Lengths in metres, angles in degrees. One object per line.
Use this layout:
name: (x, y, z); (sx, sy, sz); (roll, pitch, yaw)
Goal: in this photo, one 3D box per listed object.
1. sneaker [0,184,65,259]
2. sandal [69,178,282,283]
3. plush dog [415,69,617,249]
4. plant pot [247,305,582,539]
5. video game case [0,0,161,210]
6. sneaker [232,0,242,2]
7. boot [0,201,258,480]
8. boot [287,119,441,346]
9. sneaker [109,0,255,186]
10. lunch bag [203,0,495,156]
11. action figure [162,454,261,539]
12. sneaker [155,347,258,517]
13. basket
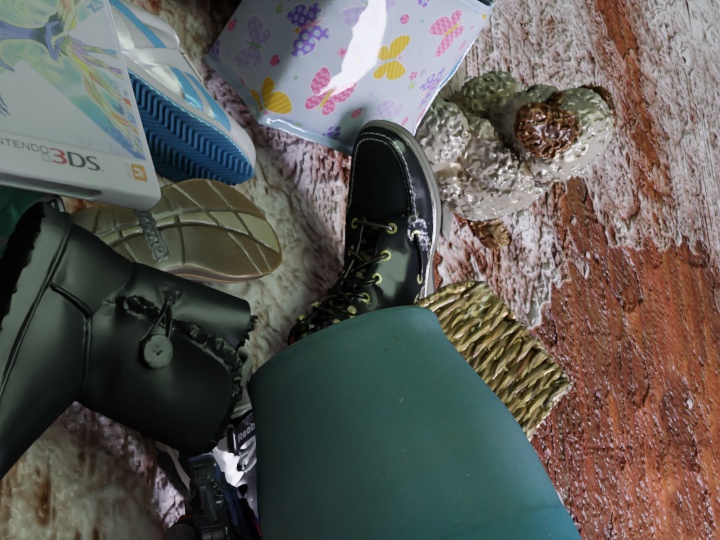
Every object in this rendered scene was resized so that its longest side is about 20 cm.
sneaker: (-0.223, -0.088, 0.981); (0.202, 0.074, 0.087); (65, 30, -5)
sandal: (-0.144, -0.015, 1.072); (0.199, 0.054, 0.081); (-12, 75, -40)
plush dog: (0.156, -0.115, 1.420); (0.200, 0.171, 0.162); (-32, 99, -56)
plant pot: (0.019, 0.134, 0.957); (0.199, 0.199, 0.189); (3, 59, -53)
video game case: (-0.219, -0.139, 0.946); (0.181, 0.022, 0.202); (9, 55, -48)
sneaker: (-0.084, -0.253, 1.258); (0.199, 0.070, 0.076); (17, 40, -59)
boot: (-0.158, 0.079, 0.916); (0.167, 0.076, 0.202); (29, 67, -26)
boot: (0.001, 0.001, 1.192); (0.154, 0.073, 0.205); (-44, 137, -50)
sneaker: (-0.144, -0.134, 1.108); (0.200, 0.076, 0.081); (42, 41, -36)
lunch bag: (0.000, -0.187, 1.236); (0.199, 0.170, 0.127); (16, 26, -45)
action figure: (-0.111, 0.203, 0.958); (0.194, 0.103, 0.201); (-77, 158, -46)
sneaker: (-0.098, 0.097, 1.041); (0.201, 0.088, 0.074); (53, 36, -24)
basket: (0.033, 0.115, 1.152); (0.143, 0.149, 0.200); (46, 59, -3)
